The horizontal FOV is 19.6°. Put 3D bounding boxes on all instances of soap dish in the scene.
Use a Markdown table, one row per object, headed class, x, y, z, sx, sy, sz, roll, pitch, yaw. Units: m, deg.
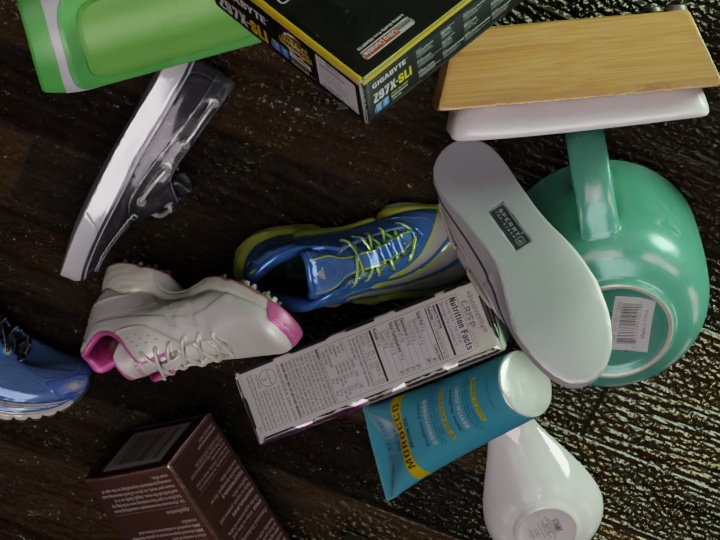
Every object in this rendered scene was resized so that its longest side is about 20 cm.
| class | x | y | z | sx | sy | sz | roll | pitch | yaw |
| --- | --- | --- | --- | --- | --- | --- | --- | --- | --- |
| soap dish | 0.150 | -0.144 | 1.501 | 0.198 | 0.157 | 0.082 | -5 | 96 | 2 |

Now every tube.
| class | x | y | z | sx | sy | sz | roll | pitch | yaw |
| --- | --- | --- | --- | --- | --- | --- | --- | --- | --- |
| tube | 0.067 | 0.114 | 1.599 | 0.050 | 0.078 | 0.200 | 0 | 160 | -35 |

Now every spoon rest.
| class | x | y | z | sx | sy | sz | roll | pitch | yaw |
| --- | --- | --- | --- | --- | --- | --- | --- | --- | --- |
| spoon rest | 0.134 | 0.159 | 1.683 | 0.098 | 0.061 | 0.201 | -18 | 125 | 8 |

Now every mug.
| class | x | y | z | sx | sy | sz | roll | pitch | yaw |
| --- | --- | --- | --- | --- | --- | --- | --- | --- | --- |
| mug | 0.175 | 0.002 | 1.558 | 0.152 | 0.115 | 0.185 | -38 | 119 | 24 |

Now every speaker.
| class | x | y | z | sx | sy | sz | roll | pitch | yaw |
| --- | --- | --- | --- | --- | --- | --- | --- | --- | --- |
| speaker | -0.142 | -0.189 | 1.495 | 0.198 | 0.089 | 0.089 | -16 | 113 | -6 |

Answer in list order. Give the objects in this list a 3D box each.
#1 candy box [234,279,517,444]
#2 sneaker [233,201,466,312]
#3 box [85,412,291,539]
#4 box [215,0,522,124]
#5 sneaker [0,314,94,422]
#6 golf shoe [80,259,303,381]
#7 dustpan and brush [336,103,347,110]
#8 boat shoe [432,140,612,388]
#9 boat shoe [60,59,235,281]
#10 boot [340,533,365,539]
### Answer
| class | x | y | z | sx | sy | sz | roll | pitch | yaw |
| --- | --- | --- | --- | --- | --- | --- | --- | --- | --- |
| candy box | 0.015 | 0.066 | 1.587 | 0.198 | 0.136 | 0.062 | -21 | 87 | 8 |
| sneaker | 0.000 | 0.000 | 1.577 | 0.198 | 0.105 | 0.077 | -10 | 103 | 4 |
| box | -0.120 | 0.217 | 1.668 | 0.100 | 0.075 | 0.201 | -13 | 115 | 38 |
| box | 0.020 | -0.211 | 1.424 | 0.200 | 0.159 | 0.050 | -39 | 148 | -20 |
| sneaker | -0.301 | 0.052 | 1.613 | 0.198 | 0.079 | 0.090 | 18 | 114 | -8 |
| golf shoe | -0.130 | 0.051 | 1.560 | 0.199 | 0.092 | 0.075 | 6 | 147 | 41 |
| dustpan and brush | 0.051 | -0.205 | 1.500 | 0.200 | 0.140 | 0.057 | -42 | 99 | -8 |
| boat shoe | 0.111 | 0.001 | 1.486 | 0.072 | 0.066 | 0.201 | -32 | 72 | -12 |
| boat shoe | -0.160 | -0.070 | 1.571 | 0.067 | 0.072 | 0.201 | 28 | 103 | -10 |
| boot | -0.031 | 0.335 | 1.749 | 0.199 | 0.064 | 0.187 | -32 | 107 | 17 |
